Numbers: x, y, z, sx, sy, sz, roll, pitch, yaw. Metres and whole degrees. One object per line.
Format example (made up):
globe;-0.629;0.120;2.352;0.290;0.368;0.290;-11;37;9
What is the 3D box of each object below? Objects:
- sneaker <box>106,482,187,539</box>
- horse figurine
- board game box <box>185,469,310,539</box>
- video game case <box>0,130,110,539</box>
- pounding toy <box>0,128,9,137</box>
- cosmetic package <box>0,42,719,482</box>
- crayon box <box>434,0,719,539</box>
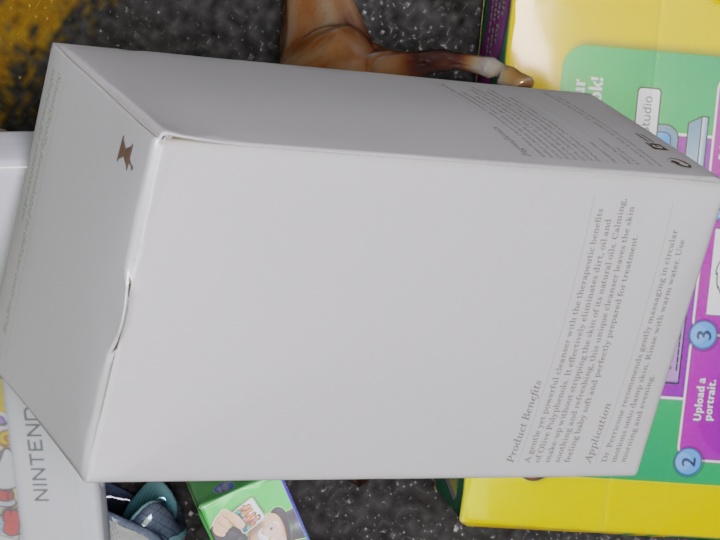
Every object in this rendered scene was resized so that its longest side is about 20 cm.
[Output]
sneaker;-0.093;0.124;0.871;0.086;0.078;0.201;-29;102;-6
horse figurine;-0.005;-0.024;0.852;0.050;0.132;0.201;-4;118;-48
board game box;-0.027;0.109;0.813;0.029;0.200;0.135;-23;102;-5
video game case;-0.185;0.037;0.771;0.199;0.023;0.183;-1;126;0
pounding toy;-0.237;-0.089;0.781;0.183;0.142;0.201;-28;102;-2
cosmetic package;0.000;0.000;0.727;0.199;0.085;0.108;5;112;-31
crayon box;0.124;-0.004;0.889;0.171;0.058;0.201;4;99;-7
